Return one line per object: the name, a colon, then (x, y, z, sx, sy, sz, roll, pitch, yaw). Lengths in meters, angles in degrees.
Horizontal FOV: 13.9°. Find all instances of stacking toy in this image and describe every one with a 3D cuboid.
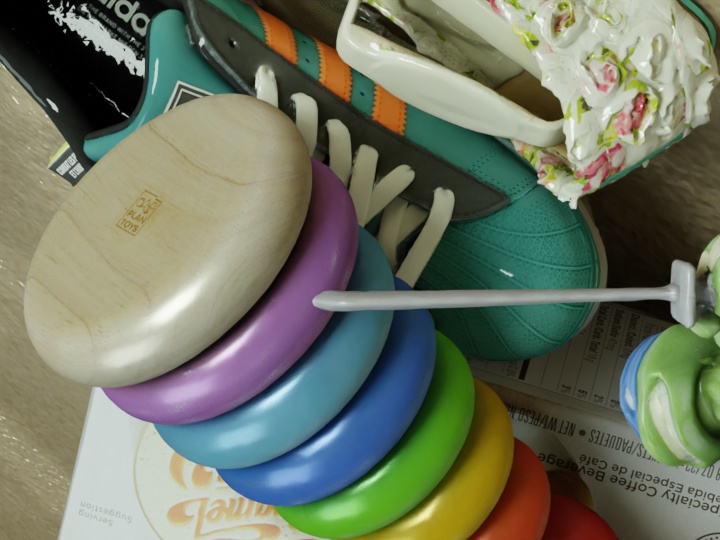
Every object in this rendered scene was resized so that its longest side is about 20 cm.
stacking toy: (0.006, 0.045, 0.776, 0.200, 0.085, 0.085, 44, 160, -32)

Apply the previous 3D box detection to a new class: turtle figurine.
turtle figurine: (0.127, 0.056, 0.725, 0.194, 0.200, 0.144, -6, 91, 37)

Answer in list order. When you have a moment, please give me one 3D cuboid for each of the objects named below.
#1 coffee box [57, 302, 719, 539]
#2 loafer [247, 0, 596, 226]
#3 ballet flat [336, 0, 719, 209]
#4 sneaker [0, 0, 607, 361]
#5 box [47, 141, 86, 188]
coffee box: (0.019, 0.061, 0.892, 0.200, 0.080, 0.114, 17, 116, 3)
loafer: (-0.015, -0.044, 0.876, 0.200, 0.076, 0.068, 36, -163, 12)
ballet flat: (0.003, -0.088, 0.778, 0.200, 0.064, 0.076, 34, 158, 11)
sneaker: (-0.028, -0.033, 0.800, 0.200, 0.071, 0.080, 32, -160, 8)
box: (0.000, 0.000, 0.959, 0.200, 0.075, 0.050, 42, 159, -8)
